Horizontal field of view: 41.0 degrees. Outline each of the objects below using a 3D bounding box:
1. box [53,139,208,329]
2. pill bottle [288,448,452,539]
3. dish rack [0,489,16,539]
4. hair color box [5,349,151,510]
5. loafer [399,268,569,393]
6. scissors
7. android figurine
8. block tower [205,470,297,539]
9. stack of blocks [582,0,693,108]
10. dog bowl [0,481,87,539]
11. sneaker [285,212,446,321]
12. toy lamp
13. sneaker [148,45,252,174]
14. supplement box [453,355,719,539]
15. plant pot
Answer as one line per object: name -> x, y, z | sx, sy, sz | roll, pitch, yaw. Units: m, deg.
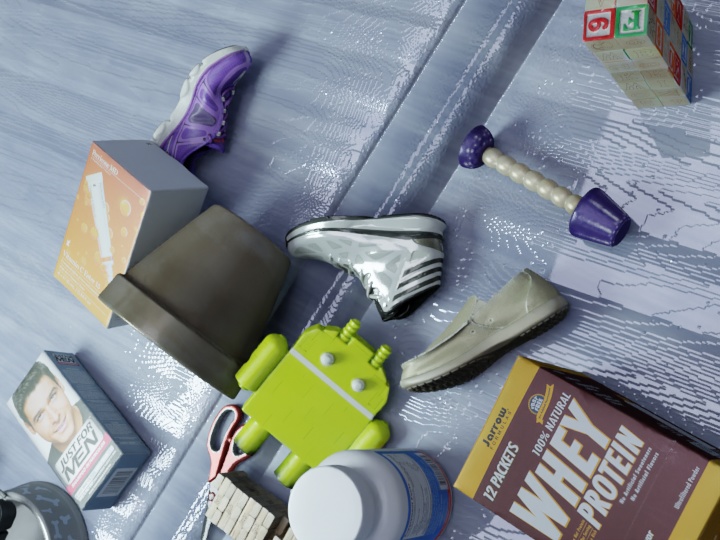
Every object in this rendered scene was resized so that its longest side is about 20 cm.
box -> -0.293, -0.048, 1.222 | 0.124, 0.097, 0.201 | 37, 117, 28
pill bottle -> 0.010, 0.239, 0.985 | 0.111, 0.200, 0.113 | -5, 79, 27
dish rack -> -0.548, 0.329, 1.281 | 0.199, 0.054, 0.154 | 30, 95, 29
hair color box -> -0.374, 0.208, 1.272 | 0.200, 0.061, 0.099 | 43, 102, 27
loafer -> 0.125, 0.066, 1.031 | 0.199, 0.076, 0.069 | -30, 67, 10
scissors -> -0.182, 0.265, 1.190 | 0.073, 0.014, 0.201 | 27, 95, 26
android figurine -> -0.048, 0.146, 1.088 | 0.182, 0.041, 0.200 | 42, 97, -4
block tower -> -0.089, 0.308, 1.103 | 0.199, 0.054, 0.058 | 32, 96, 25
stack of blocks -> 0.274, -0.243, 0.931 | 0.058, 0.200, 0.116 | 0, 81, 29
dog bowl -> -0.457, 0.385, 1.286 | 0.198, 0.059, 0.202 | -6, 78, 27
sneaker -> 0.000, 0.000, 1.103 | 0.199, 0.076, 0.117 | -3, 78, 25
toy lamp -> 0.195, -0.088, 1.028 | 0.199, 0.058, 0.059 | 34, 97, 30
sneaker -> -0.193, -0.201, 1.253 | 0.083, 0.081, 0.201 | 41, 110, 14
supplement box -> 0.228, 0.189, 0.881 | 0.199, 0.197, 0.134 | 29, 94, 29
plant pot -> -0.180, 0.024, 1.146 | 0.199, 0.200, 0.174 | 31, 80, 28
